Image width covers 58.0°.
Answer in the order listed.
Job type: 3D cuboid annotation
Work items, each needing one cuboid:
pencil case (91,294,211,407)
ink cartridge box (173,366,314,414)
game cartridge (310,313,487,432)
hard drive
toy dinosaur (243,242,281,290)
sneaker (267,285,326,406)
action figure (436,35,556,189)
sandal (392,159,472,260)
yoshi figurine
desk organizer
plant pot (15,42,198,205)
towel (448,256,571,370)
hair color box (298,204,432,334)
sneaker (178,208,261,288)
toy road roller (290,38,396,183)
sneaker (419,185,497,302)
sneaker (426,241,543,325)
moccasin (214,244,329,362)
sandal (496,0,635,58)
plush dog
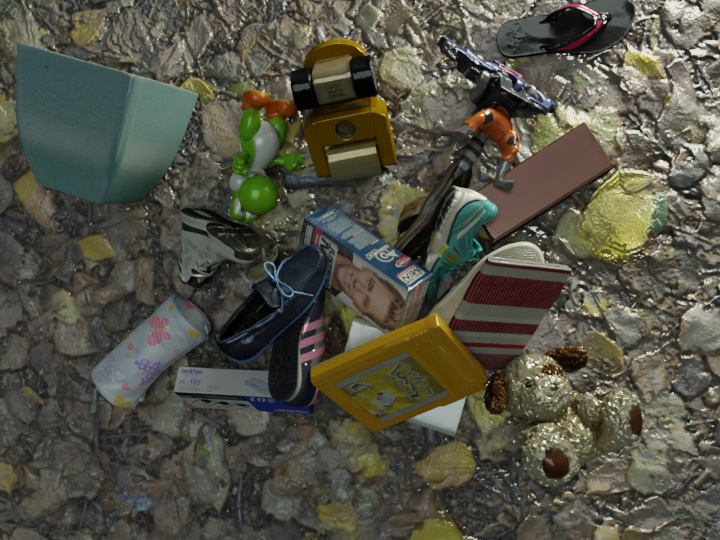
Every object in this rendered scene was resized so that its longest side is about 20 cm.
[{"bbox_3d":[-0.336,0.131,1.045,0.200,0.083,0.091,-43,82,7],"label":"pencil case"},{"bbox_3d":[-0.177,0.187,1.011,0.199,0.094,0.044,1,64,9],"label":"ink cartridge box"},{"bbox_3d":[0.059,0.151,0.911,0.200,0.176,0.032,-25,43,21],"label":"game cartridge"},{"bbox_3d":[0.068,0.162,1.008,0.199,0.026,0.132,16,94,9],"label":"hard drive"},{"bbox_3d":[-0.137,0.061,1.001,0.077,0.102,0.201,-9,88,10],"label":"toy dinosaur"},{"bbox_3d":[-0.079,0.100,0.950,0.070,0.082,0.201,-3,65,35],"label":"sneaker"},{"bbox_3d":[0.168,-0.233,0.926,0.200,0.105,0.194,30,58,-13],"label":"action figure"},{"bbox_3d":[0.092,-0.086,0.975,0.055,0.082,0.200,37,100,25],"label":"sandal"},{"bbox_3d":[-0.150,-0.168,0.999,0.112,0.112,0.201,12,96,2],"label":"yoshi figurine"},{"bbox_3d":[0.259,-0.124,0.949,0.200,0.072,0.077,-33,83,8],"label":"desk organizer"},{"bbox_3d":[-0.398,-0.212,1.003,0.196,0.196,0.201,18,102,9],"label":"plant pot"},{"bbox_3d":[0.191,0.065,0.907,0.144,0.023,0.200,5,128,-25],"label":"towel"},{"bbox_3d":[0.000,0.000,0.949,0.200,0.060,0.100,35,135,25],"label":"hair color box"},{"bbox_3d":[-0.221,-0.018,1.003,0.200,0.076,0.116,27,112,46],"label":"sneaker"},{"bbox_3d":[-0.021,-0.249,0.984,0.123,0.146,0.200,-9,127,9],"label":"toy road roller"},{"bbox_3d":[0.132,-0.025,0.935,0.079,0.078,0.200,18,130,-2],"label":"sneaker"},{"bbox_3d":[0.177,0.025,0.953,0.200,0.085,0.075,-37,91,14],"label":"sneaker"},{"bbox_3d":[-0.121,0.044,0.908,0.080,0.068,0.200,32,82,38],"label":"moccasin"},{"bbox_3d":[0.301,-0.353,0.950,0.199,0.045,0.075,-8,90,9],"label":"sandal"},{"bbox_3d":[0.271,0.199,0.933,0.200,0.161,0.172,-21,74,-18],"label":"plush dog"}]
